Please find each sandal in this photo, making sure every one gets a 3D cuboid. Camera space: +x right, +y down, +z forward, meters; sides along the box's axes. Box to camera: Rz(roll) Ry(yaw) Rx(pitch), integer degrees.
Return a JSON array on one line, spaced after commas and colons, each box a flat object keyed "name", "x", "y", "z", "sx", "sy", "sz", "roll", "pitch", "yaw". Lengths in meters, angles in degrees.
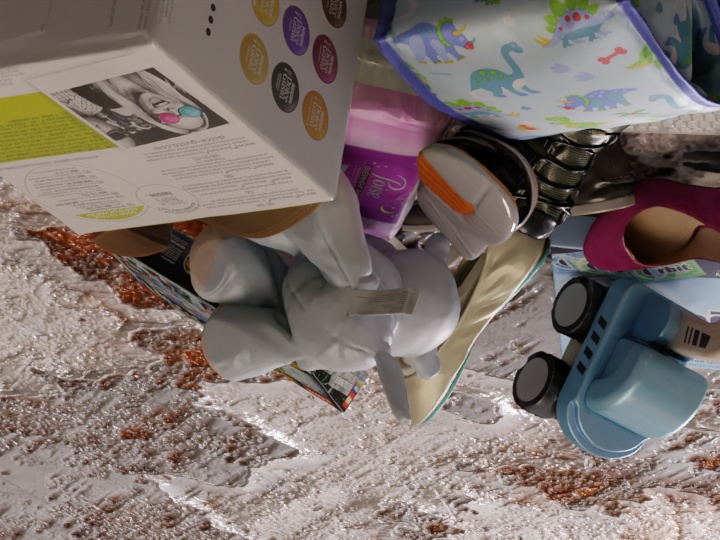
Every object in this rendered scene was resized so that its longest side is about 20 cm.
[{"name": "sandal", "x": 0.079, "y": -0.058, "z": 1.615, "sx": 0.079, "sy": 0.059, "sz": 0.207, "roll": 48, "pitch": 172, "yaw": 1}]

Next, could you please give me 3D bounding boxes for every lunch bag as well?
[{"name": "lunch bag", "x": 0.128, "y": -0.148, "z": 1.509, "sx": 0.169, "sy": 0.128, "sz": 0.200, "roll": -5, "pitch": 150, "yaw": 28}]

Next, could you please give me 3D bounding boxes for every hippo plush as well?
[{"name": "hippo plush", "x": 0.000, "y": 0.000, "z": 1.673, "sx": 0.199, "sy": 0.160, "sz": 0.160, "roll": 10, "pitch": -169, "yaw": 35}]

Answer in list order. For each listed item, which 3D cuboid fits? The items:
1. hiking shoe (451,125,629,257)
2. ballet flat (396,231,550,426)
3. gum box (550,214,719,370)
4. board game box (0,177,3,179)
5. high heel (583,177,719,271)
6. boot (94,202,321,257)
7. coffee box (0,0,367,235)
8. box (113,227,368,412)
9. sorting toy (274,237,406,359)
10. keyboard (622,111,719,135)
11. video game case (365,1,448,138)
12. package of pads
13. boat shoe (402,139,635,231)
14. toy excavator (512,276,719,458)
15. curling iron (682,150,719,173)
[{"name": "hiking shoe", "x": 0.135, "y": -0.073, "z": 1.672, "sx": 0.075, "sy": 0.101, "sz": 0.200, "roll": 12, "pitch": 156, "yaw": -29}, {"name": "ballet flat", "x": 0.068, "y": 0.031, "z": 1.900, "sx": 0.069, "sy": 0.070, "sz": 0.200, "roll": 23, "pitch": 112, "yaw": -28}, {"name": "gum box", "x": 0.237, "y": 0.015, "z": 1.916, "sx": 0.169, "sy": 0.045, "sz": 0.200, "roll": 6, "pitch": 154, "yaw": 9}, {"name": "board game box", "x": -0.302, "y": -0.162, "z": 1.688, "sx": 0.199, "sy": 0.041, "sz": 0.200, "roll": 30, "pitch": 152, "yaw": -9}, {"name": "high heel", "x": 0.223, "y": -0.020, "z": 1.737, "sx": 0.067, "sy": 0.096, "sz": 0.200, "roll": 40, "pitch": 139, "yaw": -19}, {"name": "boot", "x": -0.098, "y": -0.100, "z": 1.612, "sx": 0.199, "sy": 0.156, "sz": 0.074, "roll": -9, "pitch": 154, "yaw": 37}, {"name": "coffee box", "x": -0.131, "y": -0.159, "z": 1.492, "sx": 0.199, "sy": 0.201, "sz": 0.198, "roll": -7, "pitch": 151, "yaw": 32}, {"name": "box", "x": -0.096, "y": 0.028, "z": 1.884, "sx": 0.199, "sy": 0.040, "sz": 0.137, "roll": 30, "pitch": 171, "yaw": 21}, {"name": "sorting toy", "x": -0.032, "y": 0.017, "z": 1.990, "sx": 0.179, "sy": 0.107, "sz": 0.200, "roll": 16, "pitch": 163, "yaw": 37}, {"name": "keyboard", "x": 0.203, "y": -0.112, "z": 1.698, "sx": 0.199, "sy": 0.011, "sz": 0.056, "roll": 3, "pitch": 154, "yaw": 14}, {"name": "video game case", "x": -0.055, "y": -0.132, "z": 1.737, "sx": 0.199, "sy": 0.022, "sz": 0.182, "roll": 1, "pitch": 154, "yaw": 18}, {"name": "package of pads", "x": -0.006, "y": -0.098, "z": 1.672, "sx": 0.120, "sy": 0.076, "sz": 0.200, "roll": 14, "pitch": 155, "yaw": -5}, {"name": "boat shoe", "x": 0.113, "y": -0.064, "z": 1.797, "sx": 0.199, "sy": 0.057, "sz": 0.067, "roll": -6, "pitch": -177, "yaw": 38}, {"name": "toy excavator", "x": 0.232, "y": 0.057, "z": 1.818, "sx": 0.100, "sy": 0.195, "sz": 0.200, "roll": 27, "pitch": 178, "yaw": -32}, {"name": "curling iron", "x": 0.326, "y": -0.063, "z": 1.738, "sx": 0.199, "sy": 0.026, "sz": 0.050, "roll": 7, "pitch": 153, "yaw": 6}]
